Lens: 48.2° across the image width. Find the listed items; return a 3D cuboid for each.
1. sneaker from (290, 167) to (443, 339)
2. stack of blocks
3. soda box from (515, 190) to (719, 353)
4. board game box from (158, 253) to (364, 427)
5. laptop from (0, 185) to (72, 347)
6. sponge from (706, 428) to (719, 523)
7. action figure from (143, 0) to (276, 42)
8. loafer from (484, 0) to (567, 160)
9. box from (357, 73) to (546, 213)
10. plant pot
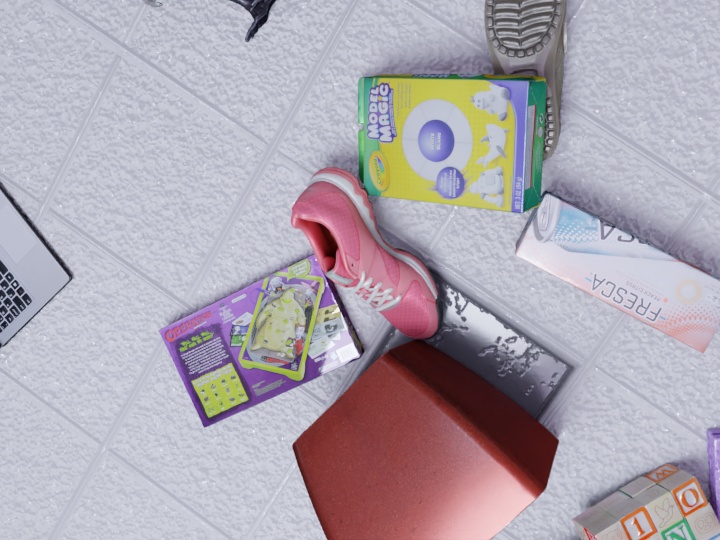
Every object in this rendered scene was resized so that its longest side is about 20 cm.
[{"bbox_3d":[0.000,0.000,0.791,0.073,0.087,0.201,-32,100,42],"label":"sneaker"},{"bbox_3d":[0.252,0.291,0.779,0.198,0.059,0.116,-28,92,-5],"label":"stack of blocks"},{"bbox_3d":[0.249,-0.002,0.769,0.198,0.064,0.069,28,102,6],"label":"soda box"},{"bbox_3d":[-0.107,0.076,0.869,0.198,0.032,0.121,-25,96,13],"label":"board game box"},{"bbox_3d":[-0.466,0.007,0.887,0.199,0.116,0.188,-40,89,13],"label":"laptop"},{"bbox_3d":[0.442,0.205,0.775,0.197,0.030,0.113,-6,96,11],"label":"sponge"},{"bbox_3d":[-0.174,-0.317,0.787,0.199,0.119,0.103,36,70,-3],"label":"action figure"},{"bbox_3d":[0.156,-0.204,0.757,0.074,0.068,0.203,2,101,15],"label":"loafer"},{"bbox_3d":[0.073,-0.125,0.761,0.198,0.048,0.119,10,109,35],"label":"box"},{"bbox_3d":[0.052,0.180,0.774,0.200,0.200,0.177,-45,79,13],"label":"plant pot"}]
